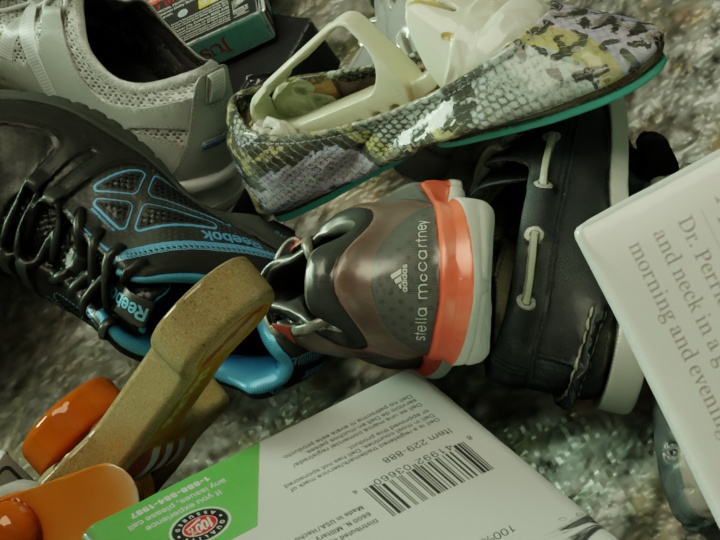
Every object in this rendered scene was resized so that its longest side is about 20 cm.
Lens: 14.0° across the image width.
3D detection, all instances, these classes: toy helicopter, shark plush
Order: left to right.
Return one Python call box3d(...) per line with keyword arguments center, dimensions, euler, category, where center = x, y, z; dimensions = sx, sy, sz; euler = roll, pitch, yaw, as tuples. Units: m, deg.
box3d(center=(-0.092, 0.063, 1.087), dimensions=(0.079, 0.200, 0.132), euler=(48, 46, 12), category="toy helicopter")
box3d(center=(0.114, 0.006, 1.109), dimensions=(0.083, 0.091, 0.200), euler=(-56, 41, 25), category="shark plush")

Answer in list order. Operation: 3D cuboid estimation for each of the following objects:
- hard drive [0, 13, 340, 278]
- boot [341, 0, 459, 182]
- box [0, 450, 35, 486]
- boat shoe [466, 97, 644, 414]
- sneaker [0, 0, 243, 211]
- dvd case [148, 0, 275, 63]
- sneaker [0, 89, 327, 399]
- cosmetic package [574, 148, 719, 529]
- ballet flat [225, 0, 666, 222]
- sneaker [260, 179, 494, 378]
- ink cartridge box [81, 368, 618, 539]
box3d(center=(-0.120, -0.057, 1.342), dimensions=(0.199, 0.038, 0.140), euler=(7, 57, 37), category="hard drive")
box3d(center=(0.015, -0.108, 1.272), dimensions=(0.096, 0.073, 0.200), euler=(-55, 22, 13), category="boot")
box3d(center=(-0.228, 0.120, 1.240), dimensions=(0.199, 0.060, 0.117), euler=(12, 61, 40), category="box")
box3d(center=(0.070, -0.023, 1.130), dimensions=(0.060, 0.076, 0.200), euler=(8, 30, -9), category="boat shoe")
box3d(center=(-0.122, -0.103, 1.258), dimensions=(0.200, 0.082, 0.075), euler=(32, 43, 23), category="sneaker")
box3d(center=(-0.113, -0.150, 1.378), dimensions=(0.145, 0.022, 0.201), euler=(-24, 44, 14), category="dvd case")
box3d(center=(-0.100, -0.012, 1.178), dimensions=(0.082, 0.199, 0.073), euler=(-62, -6, -69), category="sneaker")
box3d(center=(0.200, 0.021, 0.916), dimensions=(0.199, 0.165, 0.165), euler=(-27, 78, 10), category="cosmetic package")
box3d(center=(0.023, -0.075, 1.138), dimensions=(0.200, 0.072, 0.072), euler=(-19, 44, 36), category="ballet flat")
box3d(center=(0.000, 0.000, 1.107), dimensions=(0.081, 0.200, 0.078), euler=(1, 85, -6), category="sneaker")
box3d(center=(0.017, 0.137, 1.006), dimensions=(0.145, 0.084, 0.200), euler=(-24, 37, -22), category="ink cartridge box")
